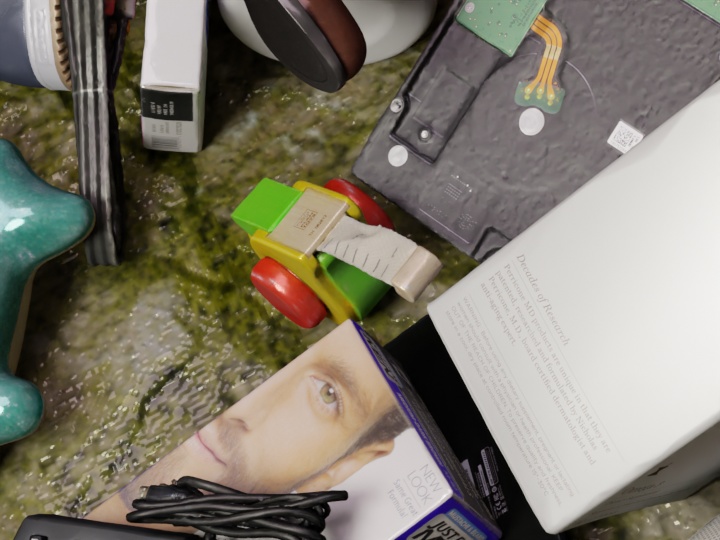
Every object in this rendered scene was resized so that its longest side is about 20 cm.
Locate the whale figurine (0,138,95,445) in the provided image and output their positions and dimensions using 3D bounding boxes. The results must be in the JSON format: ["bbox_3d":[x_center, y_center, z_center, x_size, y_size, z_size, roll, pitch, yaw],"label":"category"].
[{"bbox_3d":[-0.218,0.026,1.380,0.159,0.104,0.200,38,89,23],"label":"whale figurine"}]

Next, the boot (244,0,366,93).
[{"bbox_3d":[0.025,-0.188,1.335,0.199,0.069,0.189,-24,50,-7],"label":"boot"}]

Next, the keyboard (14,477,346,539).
[{"bbox_3d":[-0.078,0.136,1.223,0.199,0.040,0.105,5,73,28],"label":"keyboard"}]

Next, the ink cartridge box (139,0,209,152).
[{"bbox_3d":[-0.089,-0.169,1.438,0.037,0.095,0.201,5,74,-1],"label":"ink cartridge box"}]

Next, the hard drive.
[{"bbox_3d":[0.103,-0.093,1.336,0.139,0.038,0.201,34,98,25],"label":"hard drive"}]

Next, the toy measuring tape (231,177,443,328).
[{"bbox_3d":[0.000,0.000,1.325,0.074,0.074,0.200,-49,27,-10],"label":"toy measuring tape"}]

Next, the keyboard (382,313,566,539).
[{"bbox_3d":[0.071,0.100,1.293,0.104,0.040,0.201,-35,54,29],"label":"keyboard"}]

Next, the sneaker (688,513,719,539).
[{"bbox_3d":[0.201,0.098,1.202,0.200,0.088,0.081,-37,55,-2],"label":"sneaker"}]

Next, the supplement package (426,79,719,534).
[{"bbox_3d":[0.151,0.008,1.194,0.200,0.117,0.118,-39,71,32],"label":"supplement package"}]

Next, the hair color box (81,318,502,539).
[{"bbox_3d":[-0.049,0.128,1.284,0.200,0.065,0.110,-36,55,6],"label":"hair color box"}]

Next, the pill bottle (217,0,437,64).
[{"bbox_3d":[-0.014,-0.214,1.448,0.111,0.112,0.201,-8,60,17],"label":"pill bottle"}]

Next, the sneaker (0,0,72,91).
[{"bbox_3d":[-0.192,-0.195,1.490,0.108,0.070,0.201,4,99,28],"label":"sneaker"}]

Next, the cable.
[{"bbox_3d":[-0.123,-0.106,1.422,0.050,0.097,0.201,-6,78,-4],"label":"cable"}]
